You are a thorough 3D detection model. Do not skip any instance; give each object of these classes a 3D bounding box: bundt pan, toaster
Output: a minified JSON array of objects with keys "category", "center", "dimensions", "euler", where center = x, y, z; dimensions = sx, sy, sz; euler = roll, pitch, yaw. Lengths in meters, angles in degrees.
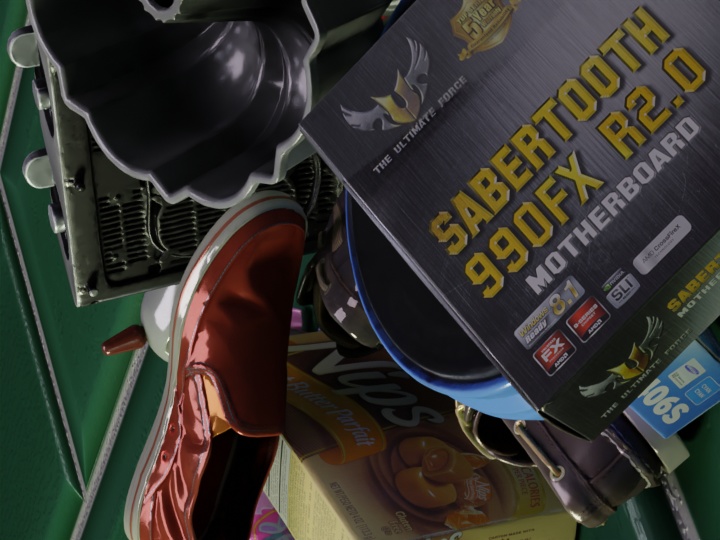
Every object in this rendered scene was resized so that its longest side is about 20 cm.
[{"category":"bundt pan","center":[-0.061,-0.134,1.136],"dimensions":[0.201,0.076,0.203],"euler":[25,126,40]},{"category":"toaster","center":[-0.088,-0.096,1.440],"dimensions":[0.119,0.199,0.181],"euler":[-120,21,-49]}]

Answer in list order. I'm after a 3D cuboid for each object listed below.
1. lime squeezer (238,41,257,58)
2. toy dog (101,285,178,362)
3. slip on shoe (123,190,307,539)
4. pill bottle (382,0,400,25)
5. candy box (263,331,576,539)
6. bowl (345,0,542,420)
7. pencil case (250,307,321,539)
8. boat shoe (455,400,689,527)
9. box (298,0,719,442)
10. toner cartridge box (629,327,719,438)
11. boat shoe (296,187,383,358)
[{"category":"lime squeezer","center":[-0.040,-0.133,1.208],"dimensions":[0.071,0.038,0.200],"euler":[-35,84,38]},{"category":"toy dog","center":[-0.122,-0.014,1.671],"dimensions":[0.132,0.096,0.201],"euler":[-170,73,-69]},{"category":"slip on shoe","center":[-0.060,0.058,1.279],"dimensions":[0.061,0.074,0.201],"euler":[27,106,38]},{"category":"pill bottle","center":[0.008,-0.178,1.228],"dimensions":[0.200,0.113,0.114],"euler":[157,103,-69]},{"category":"candy box","center":[0.015,0.098,1.319],"dimensions":[0.200,0.115,0.056],"euler":[-130,38,-55]},{"category":"bowl","center":[0.061,-0.042,1.027],"dimensions":[0.200,0.039,0.202],"euler":[-15,72,53]},{"category":"pencil case","center":[-0.056,0.127,1.579],"dimensions":[0.087,0.087,0.201],"euler":[-148,53,-64]},{"category":"boat shoe","center":[0.076,0.060,1.192],"dimensions":[0.072,0.060,0.200],"euler":[50,173,-29]},{"category":"box","center":[0.096,-0.066,0.916],"dimensions":[0.159,0.200,0.048],"euler":[51,-169,32]},{"category":"toner cartridge box","center":[0.086,-0.030,1.112],"dimensions":[0.095,0.043,0.200],"euler":[38,-160,-48]},{"category":"boat shoe","center":[0.000,0.000,1.307],"dimensions":[0.075,0.073,0.200],"euler":[46,179,-1]}]
